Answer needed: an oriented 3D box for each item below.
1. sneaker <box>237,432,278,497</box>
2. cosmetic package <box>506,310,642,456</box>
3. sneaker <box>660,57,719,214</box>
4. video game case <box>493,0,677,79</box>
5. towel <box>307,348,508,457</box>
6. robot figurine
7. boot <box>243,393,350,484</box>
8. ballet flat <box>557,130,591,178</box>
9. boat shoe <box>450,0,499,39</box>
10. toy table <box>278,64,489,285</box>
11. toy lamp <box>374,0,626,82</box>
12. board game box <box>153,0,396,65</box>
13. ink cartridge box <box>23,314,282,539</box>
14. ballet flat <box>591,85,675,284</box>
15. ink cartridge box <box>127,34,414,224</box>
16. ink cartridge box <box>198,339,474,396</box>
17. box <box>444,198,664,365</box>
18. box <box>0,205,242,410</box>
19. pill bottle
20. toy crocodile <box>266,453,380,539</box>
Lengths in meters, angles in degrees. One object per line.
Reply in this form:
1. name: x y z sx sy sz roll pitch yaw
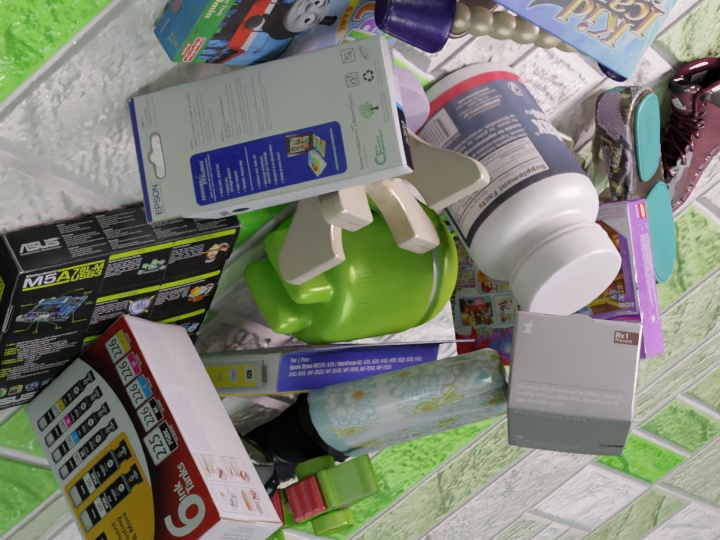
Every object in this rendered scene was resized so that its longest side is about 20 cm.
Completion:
1. sneaker: -0.125 0.170 1.772 0.075 0.115 0.200 -60 -178 10
2. cosmetic package: 0.175 0.097 1.667 0.106 0.091 0.200 5 170 8
3. sneaker: 0.292 -0.132 1.871 0.200 0.076 0.115 -47 146 6
4. video game case: 0.155 -0.257 1.396 0.199 0.045 0.182 26 105 -26
5. towel: 0.049 0.115 1.777 0.170 0.049 0.200 -17 168 5
6. robot figurine: 0.000 0.000 1.726 0.199 0.116 0.176 -9 146 -38
7. boot: -0.090 0.186 1.933 0.168 0.077 0.200 -34 179 4
8. ballet flat: 0.179 -0.085 1.833 0.068 0.068 0.200 -58 155 -8
9. boat shoe: 0.120 -0.239 1.503 0.072 0.073 0.200 0 139 -46
10. toy table: 0.003 -0.079 1.559 0.183 0.118 0.199 -31 162 31
11. toy lamp: 0.107 -0.177 1.474 0.198 0.059 0.058 9 138 -18
12. board game box: -0.031 -0.210 1.437 0.199 0.037 0.152 -4 142 -44
13. ink cartridge box: -0.185 0.172 1.631 0.175 0.201 0.084 -42 150 22
14. ballet flat: 0.247 -0.081 1.843 0.072 0.072 0.202 -22 121 -18
15. ink cartridge box: -0.066 -0.099 1.457 0.198 0.100 0.039 -11 171 13
16. ink cartridge box: -0.034 0.087 1.801 0.197 0.047 0.199 -1 180 -43
17. box: 0.169 0.014 1.800 0.199 0.138 0.039 -4 -174 36
18. box: -0.212 0.027 1.632 0.199 0.048 0.194 -13 145 -30
19. pill bottle: 0.128 -0.062 1.663 0.119 0.201 0.120 -24 152 -14
20. toy crocodile: -0.068 0.216 1.831 0.199 0.068 0.062 -22 165 30
